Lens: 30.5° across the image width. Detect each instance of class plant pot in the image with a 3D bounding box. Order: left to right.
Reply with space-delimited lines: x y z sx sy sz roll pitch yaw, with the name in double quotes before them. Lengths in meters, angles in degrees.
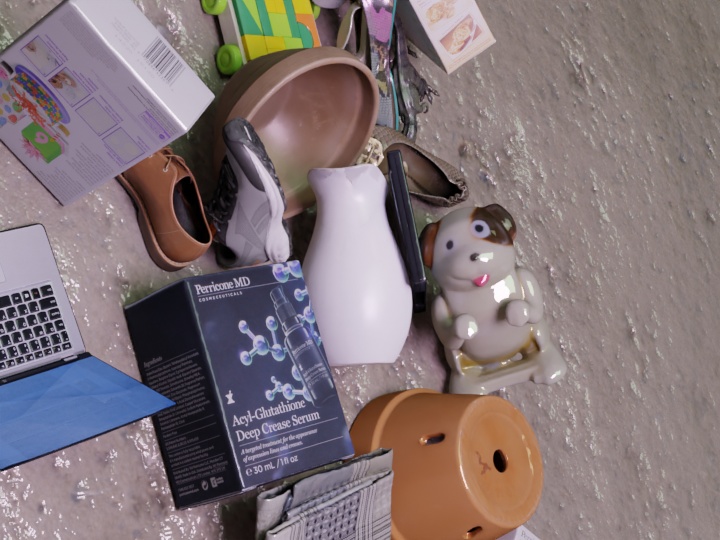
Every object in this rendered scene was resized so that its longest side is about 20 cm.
"plant pot" -0.083 -0.157 1.374 0.200 0.202 0.093 -9 43 -46
"plant pot" 0.101 0.215 1.408 0.199 0.139 0.202 19 62 -40

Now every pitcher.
"pitcher" 0.000 0.000 1.411 0.171 0.120 0.202 15 72 -72

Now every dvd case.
"dvd case" 0.051 -0.038 1.452 0.200 0.017 0.144 78 1 -79

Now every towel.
"towel" -0.028 0.285 1.276 0.192 0.034 0.202 -13 108 -47

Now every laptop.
"laptop" -0.285 0.055 1.104 0.186 0.115 0.202 -17 86 -47

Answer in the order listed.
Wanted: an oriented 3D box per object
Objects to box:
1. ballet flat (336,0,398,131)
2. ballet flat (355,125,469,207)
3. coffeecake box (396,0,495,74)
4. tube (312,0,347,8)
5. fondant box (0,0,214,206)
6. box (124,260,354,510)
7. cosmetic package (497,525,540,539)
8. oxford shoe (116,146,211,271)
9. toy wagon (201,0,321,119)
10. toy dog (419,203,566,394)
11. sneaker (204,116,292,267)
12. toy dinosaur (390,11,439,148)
"ballet flat" 0.005 -0.240 1.516 0.071 0.069 0.202 -14 123 -20
"ballet flat" 0.059 -0.117 1.550 0.199 0.046 0.068 22 101 -41
"coffeecake box" 0.060 -0.351 1.546 0.201 0.073 0.154 56 -1 -35
"tube" -0.042 -0.390 1.555 0.077 0.050 0.201 35 34 -37
"fondant box" -0.244 -0.155 1.165 0.144 0.199 0.058 49 45 -19
"box" -0.114 0.106 1.259 0.148 0.107 0.202 -11 81 -46
"cosmetic package" 0.153 0.390 1.432 0.107 0.085 0.201 39 52 -24
"oxford shoe" -0.198 -0.103 1.288 0.071 0.071 0.201 -30 95 -45
"toy wagon" -0.093 -0.244 1.468 0.154 0.039 0.202 -7 79 -46
"toy dog" 0.144 0.021 1.496 0.195 0.138 0.201 -83 158 -52
"sneaker" -0.115 -0.065 1.283 0.079 0.201 0.074 -18 55 -10
"toy dinosaur" 0.055 -0.237 1.595 0.088 0.047 0.202 -23 102 -68
